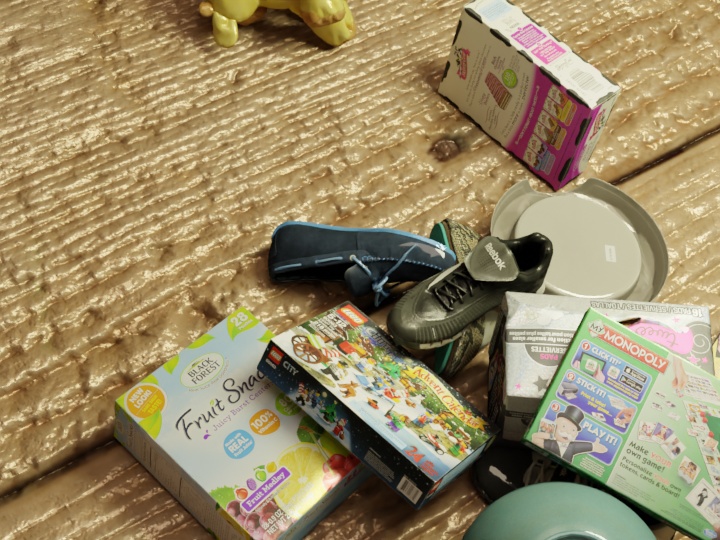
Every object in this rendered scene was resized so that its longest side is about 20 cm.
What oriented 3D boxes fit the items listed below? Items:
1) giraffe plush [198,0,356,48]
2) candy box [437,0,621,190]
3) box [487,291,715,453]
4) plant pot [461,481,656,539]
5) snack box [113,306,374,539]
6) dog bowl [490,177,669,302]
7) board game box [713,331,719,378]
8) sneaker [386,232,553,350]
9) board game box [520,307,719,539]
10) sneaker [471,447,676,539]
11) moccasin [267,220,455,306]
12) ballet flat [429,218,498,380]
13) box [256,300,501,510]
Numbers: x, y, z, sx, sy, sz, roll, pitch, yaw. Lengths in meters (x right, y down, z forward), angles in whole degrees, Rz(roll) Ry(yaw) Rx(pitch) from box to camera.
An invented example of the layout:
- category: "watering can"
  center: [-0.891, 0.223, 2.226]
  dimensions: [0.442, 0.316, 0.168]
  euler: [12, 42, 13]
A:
- category: "giraffe plush"
  center: [-0.114, -0.342, 1.521]
  dimensions: [0.160, 0.200, 0.174]
  euler: [-22, 59, 9]
- category: "candy box"
  center: [0.191, -0.209, 1.480]
  dimensions: [0.200, 0.137, 0.061]
  euler: [43, 55, 20]
- category: "box"
  center: [0.227, 0.106, 1.231]
  dimensions: [0.197, 0.133, 0.116]
  euler: [4, 60, -1]
- category: "plant pot"
  center: [0.173, 0.271, 1.068]
  dimensions: [0.197, 0.135, 0.203]
  euler: [-1, 74, 2]
- category: "snack box"
  center: [-0.103, 0.154, 1.186]
  dimensions: [0.199, 0.068, 0.168]
  euler: [39, 54, 19]
- category: "dog bowl"
  center: [0.231, -0.013, 1.388]
  dimensions: [0.197, 0.059, 0.202]
  euler: [6, 53, -7]
- category: "board game box"
  center: [0.431, 0.111, 1.350]
  dimensions: [0.135, 0.035, 0.200]
  euler: [34, 54, 14]
- category: "sneaker"
  center: [0.110, 0.010, 1.238]
  dimensions: [0.198, 0.091, 0.067]
  euler: [-21, 62, -29]
- category: "board game box"
  center: [0.259, 0.141, 1.134]
  dimensions: [0.198, 0.029, 0.136]
  euler: [29, 77, 6]
- category: "sneaker"
  center: [0.204, 0.204, 1.201]
  dimensions: [0.197, 0.089, 0.075]
  euler: [21, 53, 6]
- category: "moccasin"
  center: [0.000, 0.000, 1.321]
  dimensions: [0.197, 0.081, 0.069]
  euler: [4, 62, 20]
- category: "ballet flat"
  center: [0.114, 0.030, 1.332]
  dimensions: [0.074, 0.068, 0.202]
  euler: [13, 48, -15]
- category: "box"
  center: [0.019, 0.119, 1.184]
  dimensions: [0.199, 0.038, 0.136]
  euler: [39, 31, 17]
